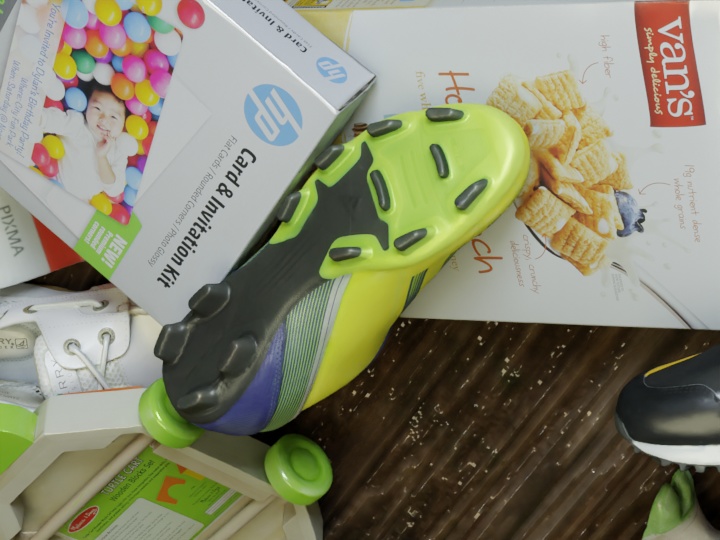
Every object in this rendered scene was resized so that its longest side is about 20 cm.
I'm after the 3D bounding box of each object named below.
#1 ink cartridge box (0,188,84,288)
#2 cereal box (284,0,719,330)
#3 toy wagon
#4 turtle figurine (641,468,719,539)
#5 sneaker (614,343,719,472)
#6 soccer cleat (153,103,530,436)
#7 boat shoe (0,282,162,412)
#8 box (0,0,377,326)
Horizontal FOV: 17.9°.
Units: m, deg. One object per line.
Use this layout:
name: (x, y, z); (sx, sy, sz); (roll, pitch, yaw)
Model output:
ink cartridge box: (-0.188, -0.064, 1.064); (0.198, 0.050, 0.164); (-2, 115, 33)
cereal box: (0.069, -0.048, 0.937); (0.198, 0.040, 0.145); (1, 118, 28)
toy wagon: (-0.115, 0.103, 1.066); (0.199, 0.040, 0.155); (27, 132, -24)
turtle figurine: (0.191, 0.155, 0.921); (0.193, 0.200, 0.145); (27, 92, 18)
sneaker: (0.189, 0.013, 0.871); (0.198, 0.070, 0.091); (-12, 106, 10)
soccer cleat: (-0.001, -0.001, 0.947); (0.200, 0.083, 0.065); (-40, 59, 26)
boat shoe: (-0.127, 0.044, 1.076); (0.198, 0.069, 0.071); (-4, 112, 29)
box: (-0.111, -0.087, 0.966); (0.200, 0.041, 0.156); (40, 130, 2)
